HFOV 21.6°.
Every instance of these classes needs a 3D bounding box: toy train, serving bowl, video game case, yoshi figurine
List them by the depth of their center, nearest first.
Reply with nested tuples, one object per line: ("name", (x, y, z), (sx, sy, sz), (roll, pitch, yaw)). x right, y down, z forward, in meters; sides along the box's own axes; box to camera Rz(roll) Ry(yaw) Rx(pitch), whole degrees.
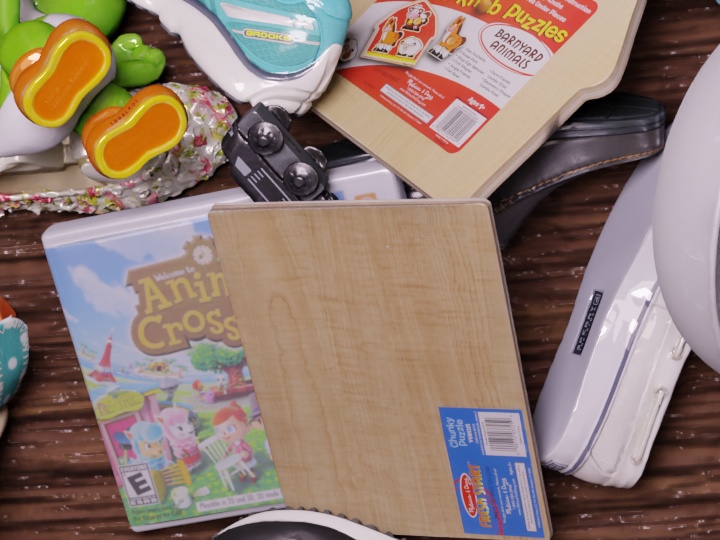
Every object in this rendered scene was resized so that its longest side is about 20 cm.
("serving bowl", (0.202, -0.044, 0.925), (0.066, 0.199, 0.202), (21, 93, 39))
("toy train", (0.000, 0.000, 0.969), (0.046, 0.034, 0.200), (-37, 101, 23))
("yoshi figurine", (-0.154, -0.128, 1.017), (0.111, 0.200, 0.113), (-6, 114, -24))
("video game case", (-0.055, 0.045, 1.024), (0.198, 0.022, 0.183), (-10, 108, 13))

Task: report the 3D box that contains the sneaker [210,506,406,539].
("sneaker", (0.001, 0.190, 0.995), (0.198, 0.090, 0.070), (15, 129, 11))

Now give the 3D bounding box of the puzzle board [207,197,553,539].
("puzzle board", (0.013, 0.052, 0.968), (0.149, 0.017, 0.201), (-1, 121, 23))

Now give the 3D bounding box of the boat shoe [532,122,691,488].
("boat shoe", (0.157, 0.019, 0.992), (0.069, 0.071, 0.201), (22, 88, -16))

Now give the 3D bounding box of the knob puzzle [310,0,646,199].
("knob puzzle", (0.071, -0.132, 0.994), (0.218, 0.030, 0.221), (-17, 50, 21))

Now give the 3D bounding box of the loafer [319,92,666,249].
("loafer", (0.070, -0.048, 1.014), (0.198, 0.073, 0.073), (-10, 105, 19))

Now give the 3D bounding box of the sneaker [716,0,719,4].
("sneaker", (0.180, -0.178, 0.931), (0.199, 0.081, 0.077), (18, 61, -23))

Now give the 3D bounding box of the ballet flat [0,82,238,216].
("ballet flat", (-0.168, -0.064, 1.067), (0.198, 0.064, 0.076), (-11, 86, 12))

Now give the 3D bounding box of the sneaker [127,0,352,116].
("sneaker", (-0.076, -0.164, 1.014), (0.200, 0.077, 0.080), (43, 113, 26))

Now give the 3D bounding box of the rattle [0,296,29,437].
("rattle", (-0.199, 0.137, 1.068), (0.142, 0.130, 0.201), (31, 69, 2))
